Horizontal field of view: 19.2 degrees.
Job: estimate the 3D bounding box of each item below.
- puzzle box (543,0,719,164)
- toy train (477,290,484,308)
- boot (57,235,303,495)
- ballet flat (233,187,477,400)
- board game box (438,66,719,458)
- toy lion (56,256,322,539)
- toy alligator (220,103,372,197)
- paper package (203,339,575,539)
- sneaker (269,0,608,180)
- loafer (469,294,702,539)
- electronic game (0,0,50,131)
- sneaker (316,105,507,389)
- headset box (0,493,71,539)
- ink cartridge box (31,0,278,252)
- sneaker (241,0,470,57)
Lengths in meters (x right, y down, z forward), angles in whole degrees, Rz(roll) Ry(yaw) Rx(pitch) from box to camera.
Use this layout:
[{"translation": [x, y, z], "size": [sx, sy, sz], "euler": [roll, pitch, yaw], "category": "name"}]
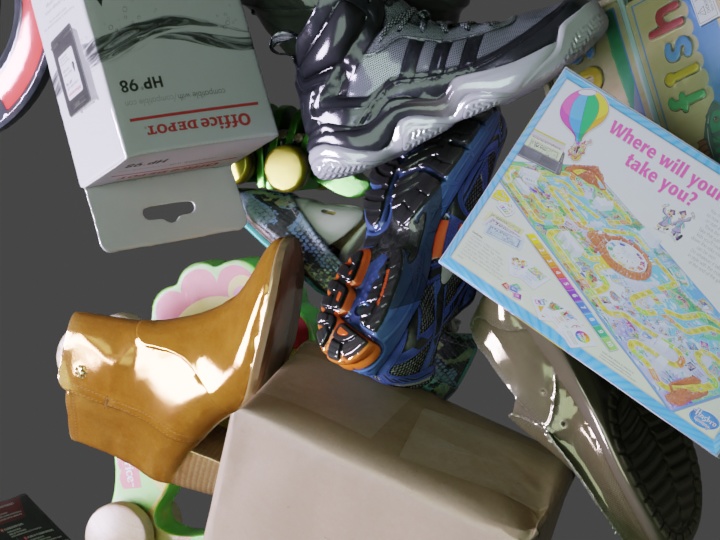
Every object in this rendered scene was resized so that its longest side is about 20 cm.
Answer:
[{"translation": [0.181, -0.073, 1.247], "size": [0.132, 0.025, 0.202], "euler": [-27, 69, 34], "category": "puzzle box"}, {"translation": [0.155, 0.034, 1.300], "size": [0.199, 0.042, 0.057], "euler": [20, 116, 26], "category": "toy train"}, {"translation": [-0.120, 0.049, 1.365], "size": [0.143, 0.071, 0.203], "euler": [21, 118, 12], "category": "boot"}, {"translation": [0.000, 0.000, 1.373], "size": [0.200, 0.074, 0.074], "euler": [45, 115, 13], "category": "ballet flat"}, {"translation": [0.159, -0.005, 1.190], "size": [0.199, 0.034, 0.135], "euler": [36, 94, 25], "category": "board game box"}, {"translation": [-0.102, 0.095, 1.445], "size": [0.190, 0.069, 0.202], "euler": [-7, 93, 22], "category": "toy lion"}, {"translation": [-0.077, -0.084, 1.403], "size": [0.198, 0.059, 0.055], "euler": [8, 97, 28], "category": "toy alligator"}, {"translation": [0.010, 0.172, 1.325], "size": [0.199, 0.103, 0.192], "euler": [24, 122, 14], "category": "paper package"}, {"translation": [0.040, -0.140, 1.265], "size": [0.199, 0.075, 0.115], "euler": [-26, 90, 15], "category": "sneaker"}, {"translation": [0.134, 0.083, 1.272], "size": [0.067, 0.076, 0.201], "euler": [-32, 84, 44], "category": "loafer"}, {"translation": [-0.293, -0.192, 1.523], "size": [0.198, 0.042, 0.202], "euler": [4, 97, 29], "category": "electronic game"}, {"translation": [0.041, -0.016, 1.311], "size": [0.075, 0.078, 0.201], "euler": [6, 62, 47], "category": "sneaker"}, {"translation": [-0.242, 0.246, 1.486], "size": [0.200, 0.148, 0.075], "euler": [42, 114, 17], "category": "headset box"}, {"translation": [-0.126, -0.122, 1.321], "size": [0.067, 0.115, 0.202], "euler": [-26, 78, 53], "category": "ink cartridge box"}, {"translation": [-0.029, -0.162, 1.361], "size": [0.199, 0.076, 0.092], "euler": [19, 109, 27], "category": "sneaker"}]
